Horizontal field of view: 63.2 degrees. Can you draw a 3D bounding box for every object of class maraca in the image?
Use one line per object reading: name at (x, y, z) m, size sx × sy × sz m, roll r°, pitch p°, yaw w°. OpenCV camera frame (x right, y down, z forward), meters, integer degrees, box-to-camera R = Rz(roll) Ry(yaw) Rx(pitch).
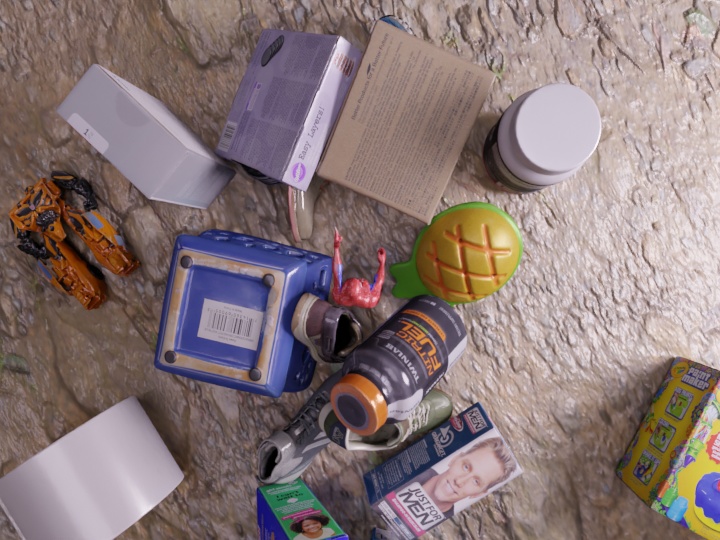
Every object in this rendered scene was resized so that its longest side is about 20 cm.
maraca at (0.128, -0.009, 0.800) m, size 0.137 × 0.107 × 0.200 m, roll 44°, pitch 118°, yaw -9°

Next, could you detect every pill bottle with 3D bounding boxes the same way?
pill bottle at (0.222, -0.162, 0.736) m, size 0.112 × 0.200 × 0.116 m, roll 0°, pitch 92°, yaw 4°
pill bottle at (0.047, 0.121, 0.743) m, size 0.105 × 0.199 × 0.108 m, roll 20°, pitch 127°, yaw 30°

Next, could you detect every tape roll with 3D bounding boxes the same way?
tape roll at (-0.361, 0.285, 0.795) m, size 0.201 × 0.203 × 0.140 m, roll -34°, pitch 90°, yaw 5°

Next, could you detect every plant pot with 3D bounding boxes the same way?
plant pot at (-0.155, 0.056, 0.781) m, size 0.197 × 0.180 × 0.204 m, roll 12°, pitch 91°, yaw 5°

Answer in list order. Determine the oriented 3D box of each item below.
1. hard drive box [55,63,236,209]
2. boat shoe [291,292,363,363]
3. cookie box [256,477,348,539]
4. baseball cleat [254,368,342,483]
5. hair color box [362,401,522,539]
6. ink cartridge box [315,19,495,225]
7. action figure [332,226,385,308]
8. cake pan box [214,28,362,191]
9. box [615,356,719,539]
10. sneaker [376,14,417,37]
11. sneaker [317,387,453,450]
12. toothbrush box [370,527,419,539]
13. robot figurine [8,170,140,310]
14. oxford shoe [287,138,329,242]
hard drive box at (-0.269, -0.166, 0.773) m, size 0.156 × 0.200 × 0.077 m, roll 43°, pitch 94°, yaw 2°
boat shoe at (-0.029, 0.087, 0.764) m, size 0.064 × 0.200 × 0.073 m, roll 19°, pitch 73°, yaw 22°
cookie box at (-0.081, 0.398, 0.775) m, size 0.074 × 0.199 × 0.175 m, roll -2°, pitch 93°, yaw -23°
baseball cleat at (-0.072, 0.221, 0.817) m, size 0.069 × 0.106 × 0.201 m, roll 35°, pitch 92°, yaw 24°
hair color box at (0.113, 0.283, 0.814) m, size 0.199 × 0.061 × 0.101 m, roll -34°, pitch 115°, yaw 4°
ink cartridge box at (0.056, -0.186, 0.751) m, size 0.163 × 0.075 × 0.202 m, roll 24°, pitch 105°, yaw 1°
action figure at (0.000, 0.000, 0.759) m, size 0.064 × 0.200 × 0.101 m, roll 5°, pitch 91°, yaw 3°
cake pan box at (-0.105, -0.217, 0.783) m, size 0.183 × 0.052 × 0.203 m, roll 25°, pitch 94°, yaw 46°
box at (0.489, 0.252, 0.772) m, size 0.198 × 0.122 × 0.195 m, roll 26°, pitch 93°, yaw 3°
sneaker at (0.057, -0.252, 0.809) m, size 0.089 × 0.078 × 0.203 m, roll -21°, pitch 90°, yaw 8°
sneaker at (0.047, 0.207, 0.786) m, size 0.197 × 0.090 × 0.068 m, roll -2°, pitch 97°, yaw -18°
toothbrush box at (0.071, 0.440, 0.769) m, size 0.144 × 0.200 × 0.087 m, roll 14°, pitch 93°, yaw 4°
robot figurine at (-0.427, -0.049, 0.858) m, size 0.145 × 0.058 × 0.200 m, roll -44°, pitch 89°, yaw 3°
oxford shoe at (-0.062, -0.139, 0.825) m, size 0.072 × 0.071 × 0.204 m, roll 6°, pitch 94°, yaw -2°
